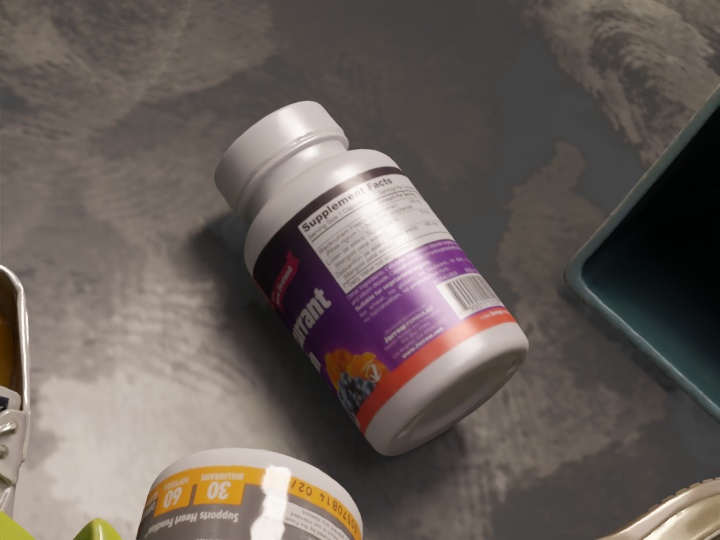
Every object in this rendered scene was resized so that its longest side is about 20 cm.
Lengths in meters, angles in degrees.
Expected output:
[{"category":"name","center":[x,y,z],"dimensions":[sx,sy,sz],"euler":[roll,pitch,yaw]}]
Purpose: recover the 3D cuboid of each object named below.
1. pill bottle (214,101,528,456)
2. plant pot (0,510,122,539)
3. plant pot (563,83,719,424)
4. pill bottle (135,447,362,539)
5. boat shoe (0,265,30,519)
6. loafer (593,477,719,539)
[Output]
[{"category":"pill bottle","center":[0.000,0.000,1.021],"dimensions":[0.111,0.112,0.200],"euler":[-22,67,-39]},{"category":"plant pot","center":[-0.197,0.202,0.703],"dimensions":[0.181,0.199,0.201],"euler":[16,48,-26]},{"category":"plant pot","center":[0.295,-0.031,1.163],"dimensions":[0.196,0.197,0.200],"euler":[42,37,7]},{"category":"pill bottle","center":[-0.066,0.196,0.828],"dimensions":[0.116,0.117,0.201],"euler":[21,47,-13]},{"category":"boat shoe","center":[-0.200,0.083,0.873],"dimensions":[0.071,0.070,0.201],"euler":[17,49,-17]},{"category":"loafer","center":[0.166,0.183,1.000],"dimensions":[0.199,0.076,0.068],"euler":[-20,68,-28]}]
